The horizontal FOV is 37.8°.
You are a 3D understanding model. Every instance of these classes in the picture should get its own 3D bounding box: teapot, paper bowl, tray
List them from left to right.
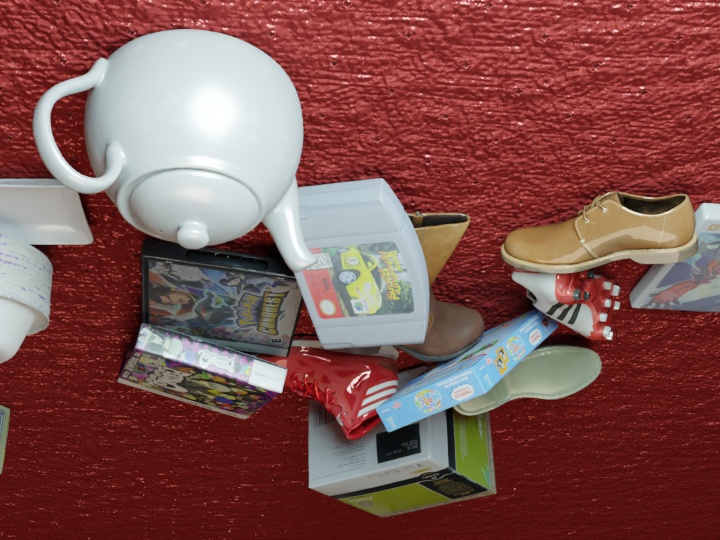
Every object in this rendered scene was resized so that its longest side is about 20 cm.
[{"bbox_3d":[-0.419,0.036,1.074,0.196,0.106,0.201,-2,162,0],"label":"paper bowl"},{"bbox_3d":[-0.365,-0.061,1.018,0.196,0.023,0.108,0,150,-3],"label":"tray"},{"bbox_3d":[-0.140,-0.088,0.857,0.196,0.148,0.198,-2,151,2],"label":"teapot"}]

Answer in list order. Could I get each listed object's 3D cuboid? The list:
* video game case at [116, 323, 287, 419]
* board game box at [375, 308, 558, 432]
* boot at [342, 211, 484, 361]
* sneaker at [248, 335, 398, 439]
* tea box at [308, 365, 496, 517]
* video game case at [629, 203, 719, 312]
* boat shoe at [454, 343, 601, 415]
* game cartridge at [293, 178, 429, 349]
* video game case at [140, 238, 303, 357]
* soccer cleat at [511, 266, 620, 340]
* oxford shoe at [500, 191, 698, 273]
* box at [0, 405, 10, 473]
[{"bbox_3d":[-0.199,0.128,1.284,0.178,0.036,0.200,18,158,-14],"label":"video game case"},{"bbox_3d":[0.127,0.112,1.226,0.150,0.037,0.199,-29,-179,39],"label":"board game box"},{"bbox_3d":[0.077,0.007,1.143,0.185,0.069,0.202,7,134,-15],"label":"boot"},{"bbox_3d":[-0.048,0.149,1.315,0.196,0.117,0.079,-4,151,3],"label":"sneaker"},{"bbox_3d":[0.059,0.248,1.481,0.197,0.136,0.196,-18,146,28],"label":"tea box"},{"bbox_3d":[0.419,-0.007,1.163,0.179,0.023,0.201,3,151,-9],"label":"video game case"},{"bbox_3d":[0.210,0.131,1.362,0.197,0.061,0.073,-13,106,2],"label":"boat shoe"},{"bbox_3d":[0.000,0.000,1.060,0.131,0.041,0.202,-8,129,14],"label":"game cartridge"},{"bbox_3d":[-0.156,0.036,1.184,0.177,0.026,0.201,8,150,-7],"label":"video game case"},{"bbox_3d":[0.233,0.028,1.179,0.084,0.070,0.199,10,169,32],"label":"soccer cleat"},{"bbox_3d":[0.237,-0.045,1.060,0.196,0.072,0.072,-8,123,11],"label":"oxford shoe"},{"bbox_3d":[-0.613,0.218,1.423,0.173,0.098,0.200,-17,147,24],"label":"box"}]
